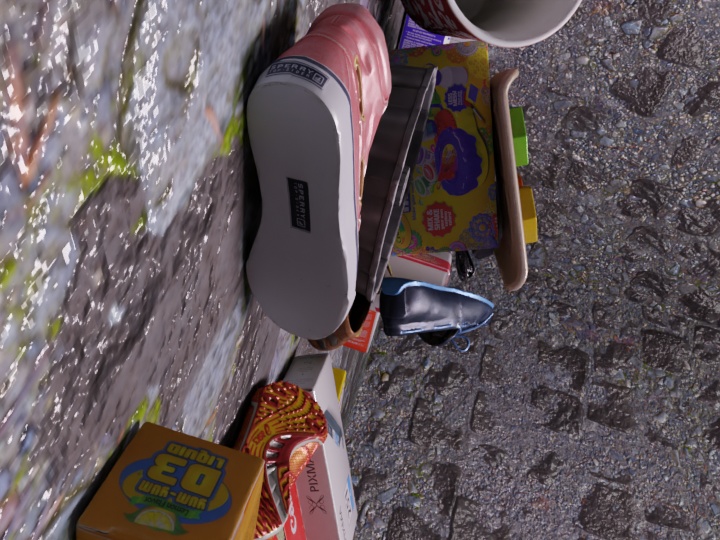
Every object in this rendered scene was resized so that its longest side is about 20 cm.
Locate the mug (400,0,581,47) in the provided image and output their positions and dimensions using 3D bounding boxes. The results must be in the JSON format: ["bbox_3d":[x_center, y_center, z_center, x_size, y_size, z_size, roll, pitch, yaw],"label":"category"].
[{"bbox_3d":[0.106,-0.296,0.640,0.200,0.130,0.182,-121,-154,-71],"label":"mug"}]

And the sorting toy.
[{"bbox_3d":[0.155,-0.100,0.725,0.185,0.036,0.205,-65,151,-75],"label":"sorting toy"}]

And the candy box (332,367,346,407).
[{"bbox_3d":[-0.051,0.230,0.901,0.202,0.026,0.104,-75,177,-54],"label":"candy box"}]

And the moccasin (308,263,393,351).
[{"bbox_3d":[-0.001,-0.001,0.777,0.074,0.076,0.203,60,35,-25],"label":"moccasin"}]

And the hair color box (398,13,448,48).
[{"bbox_3d":[0.082,-0.288,0.953,0.109,0.063,0.204,-60,166,-70],"label":"hair color box"}]

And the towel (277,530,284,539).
[{"bbox_3d":[-0.094,0.265,0.849,0.150,0.036,0.202,99,8,-51],"label":"towel"}]

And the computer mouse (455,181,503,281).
[{"bbox_3d":[0.165,-0.084,0.943,0.201,0.045,0.143,112,-29,-66],"label":"computer mouse"}]

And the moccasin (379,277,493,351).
[{"bbox_3d":[0.081,0.052,0.805,0.198,0.079,0.070,12,85,-45],"label":"moccasin"}]

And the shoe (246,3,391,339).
[{"bbox_3d":[-0.021,-0.051,0.425,0.202,0.070,0.092,94,17,-47],"label":"shoe"}]

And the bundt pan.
[{"bbox_3d":[0.003,-0.080,0.600,0.202,0.074,0.206,16,89,-86],"label":"bundt pan"}]

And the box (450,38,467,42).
[{"bbox_3d":[0.146,-0.356,1.220,0.152,0.104,0.204,-44,149,-80],"label":"box"}]

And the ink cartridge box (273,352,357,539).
[{"bbox_3d":[-0.049,0.211,0.702,0.176,0.044,0.205,-62,144,-72],"label":"ink cartridge box"}]

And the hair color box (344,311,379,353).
[{"bbox_3d":[0.013,0.032,1.205,0.102,0.060,0.203,-69,174,-50],"label":"hair color box"}]

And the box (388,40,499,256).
[{"bbox_3d":[0.083,-0.128,0.786,0.193,0.119,0.205,-45,131,-80],"label":"box"}]

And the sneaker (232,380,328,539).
[{"bbox_3d":[-0.080,0.153,0.555,0.078,0.073,0.200,-52,-179,23],"label":"sneaker"}]

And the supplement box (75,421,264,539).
[{"bbox_3d":[-0.094,0.173,0.346,0.069,0.065,0.203,-67,172,-56],"label":"supplement box"}]

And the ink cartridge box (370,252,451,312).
[{"bbox_3d":[0.047,-0.005,0.971,0.200,0.142,0.086,-55,162,-75],"label":"ink cartridge box"}]
